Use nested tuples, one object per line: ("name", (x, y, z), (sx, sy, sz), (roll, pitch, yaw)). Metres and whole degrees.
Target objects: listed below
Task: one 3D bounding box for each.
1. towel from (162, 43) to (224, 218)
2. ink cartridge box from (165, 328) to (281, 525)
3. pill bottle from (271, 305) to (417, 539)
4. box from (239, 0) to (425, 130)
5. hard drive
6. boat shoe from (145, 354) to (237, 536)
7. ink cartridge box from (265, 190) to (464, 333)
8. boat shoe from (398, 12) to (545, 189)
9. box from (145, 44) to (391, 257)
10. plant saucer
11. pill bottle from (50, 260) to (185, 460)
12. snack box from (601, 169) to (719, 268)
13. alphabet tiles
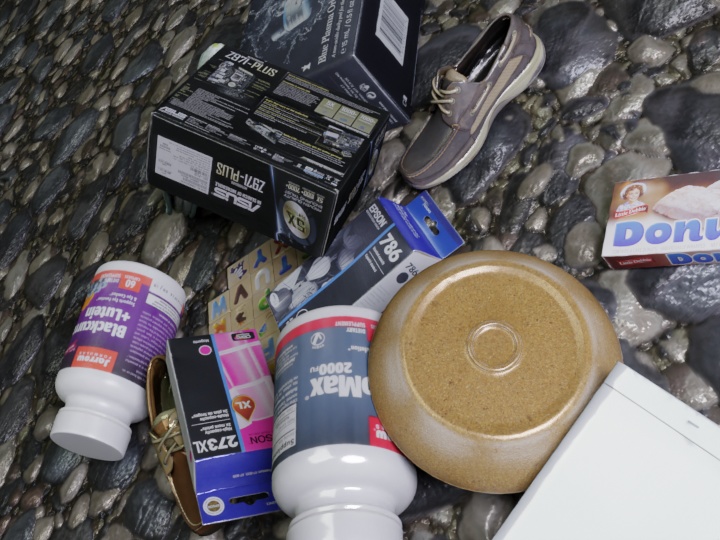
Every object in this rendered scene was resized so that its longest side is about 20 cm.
("towel", (-0.201, -0.162, 1.076), (0.200, 0.047, 0.174), (151, 132, -75))
("ink cartridge box", (-0.123, 0.140, 0.836), (0.201, 0.093, 0.037), (-114, 28, -42))
("pill bottle", (-0.013, 0.143, 0.719), (0.118, 0.119, 0.203), (-25, 47, 25))
("box", (-0.041, -0.251, 1.040), (0.198, 0.117, 0.200), (-17, 51, 33))
("hard drive", (0.168, 0.178, 0.580), (0.131, 0.027, 0.201), (34, 86, 33))
("boat shoe", (-0.179, 0.167, 0.879), (0.075, 0.074, 0.201), (-38, 46, 13))
("ink cartridge box", (0.000, 0.000, 0.870), (0.199, 0.039, 0.100), (-40, 41, 6))
("boat shoe", (0.100, -0.175, 0.889), (0.201, 0.073, 0.074), (-52, 41, -3))
("box", (-0.091, -0.126, 0.895), (0.197, 0.087, 0.165), (23, 42, 6))
("plant saucer", (0.101, 0.064, 0.670), (0.196, 0.036, 0.203), (-4, 61, 6))
("pill bottle", (-0.274, 0.102, 0.987), (0.110, 0.111, 0.203), (-11, 54, 35))
("snack box", (0.284, -0.042, 0.665), (0.198, 0.024, 0.073), (-4, 60, 39))
("alphabet tiles", (-0.102, 0.046, 0.955), (0.165, 0.006, 0.202), (-31, 44, 20))
